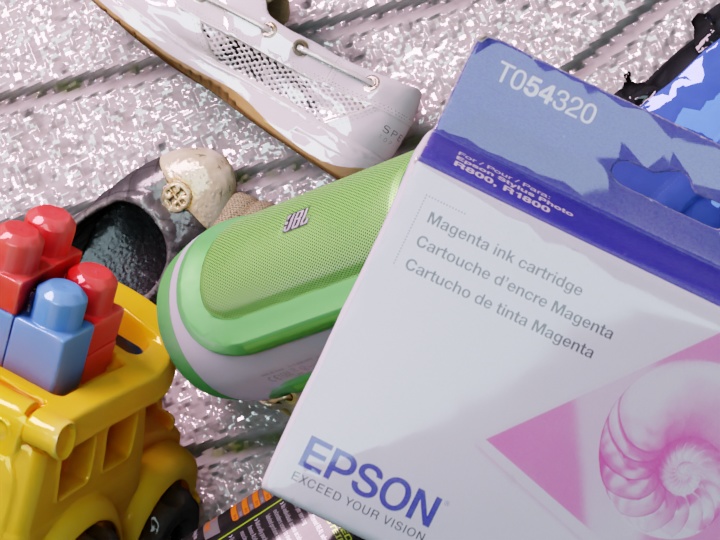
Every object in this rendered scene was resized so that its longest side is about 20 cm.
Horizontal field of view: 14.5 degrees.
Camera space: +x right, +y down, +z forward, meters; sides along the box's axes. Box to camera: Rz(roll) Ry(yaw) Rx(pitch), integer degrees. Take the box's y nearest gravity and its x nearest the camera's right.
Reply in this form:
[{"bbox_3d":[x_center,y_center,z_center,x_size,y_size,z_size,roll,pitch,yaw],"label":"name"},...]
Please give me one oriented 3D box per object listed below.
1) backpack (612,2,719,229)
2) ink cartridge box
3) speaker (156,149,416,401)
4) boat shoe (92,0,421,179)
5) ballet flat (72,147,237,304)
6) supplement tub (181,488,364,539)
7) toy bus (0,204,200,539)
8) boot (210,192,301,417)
[{"bbox_3d":[0.191,-0.038,1.232,0.163,0.200,0.168,-45,75,6],"label":"backpack"},{"bbox_3d":[0.090,0.037,1.109,0.196,0.043,0.200,25,96,1],"label":"ink cartridge box"},{"bbox_3d":[0.000,0.000,1.222,0.200,0.088,0.089,-20,78,45],"label":"speaker"},{"bbox_3d":[-0.059,-0.118,1.377,0.200,0.071,0.069,34,92,7],"label":"boat shoe"},{"bbox_3d":[-0.141,0.011,1.388,0.200,0.057,0.066,-39,77,8],"label":"ballet flat"},{"bbox_3d":[-0.016,0.148,1.210,0.200,0.123,0.123,-33,77,3],"label":"supplement tub"},{"bbox_3d":[-0.145,0.060,1.287,0.136,0.200,0.192,24,111,18],"label":"toy bus"},{"bbox_3d":[-0.028,0.068,1.335,0.155,0.073,0.200,16,76,16],"label":"boot"}]
